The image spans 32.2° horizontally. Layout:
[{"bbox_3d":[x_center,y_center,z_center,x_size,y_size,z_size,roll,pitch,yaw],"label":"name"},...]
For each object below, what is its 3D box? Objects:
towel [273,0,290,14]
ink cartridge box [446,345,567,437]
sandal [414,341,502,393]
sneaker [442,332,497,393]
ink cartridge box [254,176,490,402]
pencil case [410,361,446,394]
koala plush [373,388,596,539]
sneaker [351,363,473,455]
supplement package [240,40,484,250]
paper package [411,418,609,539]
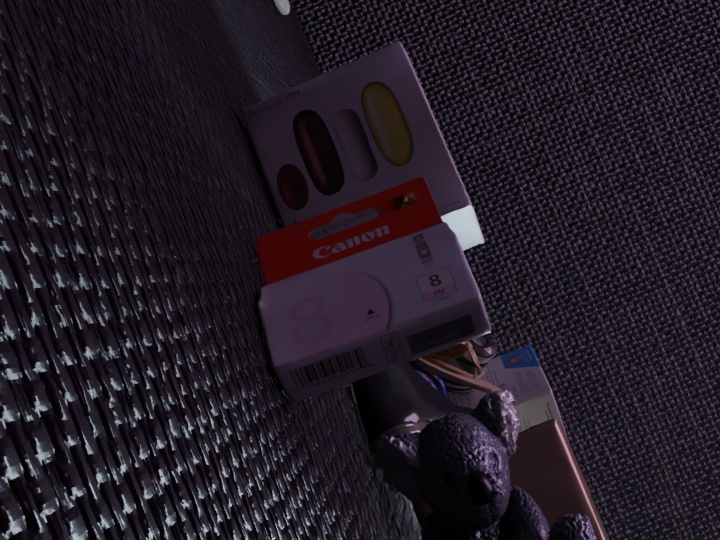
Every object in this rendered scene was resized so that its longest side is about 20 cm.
[{"bbox_3d":[-0.206,-0.661,2.678,0.133,0.034,0.201,54,15,-65],"label":"towel"},{"bbox_3d":[0.151,0.191,1.613,0.145,0.199,0.085,-100,169,-70],"label":"ink cartridge box"},{"bbox_3d":[0.088,0.082,1.500,0.211,0.070,0.077,21,3,37],"label":"sandal"},{"bbox_3d":[0.084,0.081,1.604,0.201,0.075,0.116,49,-45,32],"label":"sneaker"},{"bbox_3d":[-0.003,-0.003,0.977,0.057,0.162,0.201,69,2,-46],"label":"ink cartridge box"},{"bbox_3d":[0.060,0.151,1.485,0.087,0.078,0.200,52,4,2],"label":"pencil case"},{"bbox_3d":[0.109,0.229,1.217,0.184,0.177,0.201,169,-103,-83],"label":"koala plush"},{"bbox_3d":[0.068,0.138,1.329,0.200,0.075,0.107,13,49,-55],"label":"sneaker"},{"bbox_3d":[0.004,-0.099,1.338,0.147,0.190,0.201,56,12,-72],"label":"supplement package"},{"bbox_3d":[0.171,0.289,1.392,0.103,0.190,0.201,43,25,-78],"label":"paper package"}]
